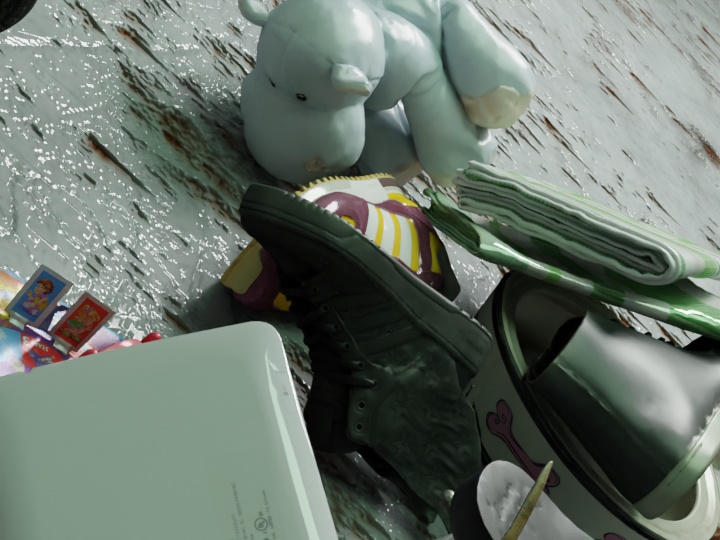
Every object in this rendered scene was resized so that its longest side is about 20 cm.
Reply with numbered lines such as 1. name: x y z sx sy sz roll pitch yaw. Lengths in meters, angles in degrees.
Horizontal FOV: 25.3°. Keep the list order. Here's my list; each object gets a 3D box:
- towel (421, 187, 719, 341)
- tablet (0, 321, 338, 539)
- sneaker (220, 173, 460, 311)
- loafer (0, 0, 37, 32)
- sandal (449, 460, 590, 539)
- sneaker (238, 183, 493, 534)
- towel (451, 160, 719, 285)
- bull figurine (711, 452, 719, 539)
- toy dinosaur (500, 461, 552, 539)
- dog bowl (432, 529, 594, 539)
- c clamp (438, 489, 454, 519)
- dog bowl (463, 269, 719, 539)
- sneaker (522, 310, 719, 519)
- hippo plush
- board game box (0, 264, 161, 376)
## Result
1. towel: 0.142 -0.001 0.984 0.198 0.024 0.153 19 8 -15
2. tablet: -0.070 0.118 0.611 0.129 0.014 0.202 -12 61 -11
3. sneaker: 0.000 0.000 0.910 0.090 0.075 0.200 48 27 10
4. loafer: -0.240 -0.181 0.772 0.199 0.073 0.071 26 36 -40
5. sandal: 0.120 0.162 0.703 0.200 0.043 0.076 44 32 -12
6. sneaker: -0.001 0.048 0.822 0.199 0.105 0.060 35 -10 -29
7. towel: 0.153 -0.022 0.998 0.148 0.031 0.200 26 9 23
8. bull figurine: 0.242 0.171 1.037 0.064 0.122 0.201 6 35 -16
9. toy dinosaur: -0.013 0.146 0.637 0.198 0.107 0.061 -5 26 -10
10. dog bowl: 0.098 0.205 0.776 0.199 0.059 0.201 37 29 -24
11. c clamp: 0.132 0.192 0.749 0.199 0.027 0.172 23 36 -40
12. dog bowl: 0.129 0.098 0.983 0.200 0.074 0.201 37 30 -25
13. sneaker: 0.166 0.056 0.931 0.106 0.075 0.200 45 24 3
14. hippo plush: 0.013 -0.122 0.980 0.158 0.201 0.161 32 31 15
15. board game box: -0.097 0.073 0.701 0.199 0.039 0.159 33 31 -29
